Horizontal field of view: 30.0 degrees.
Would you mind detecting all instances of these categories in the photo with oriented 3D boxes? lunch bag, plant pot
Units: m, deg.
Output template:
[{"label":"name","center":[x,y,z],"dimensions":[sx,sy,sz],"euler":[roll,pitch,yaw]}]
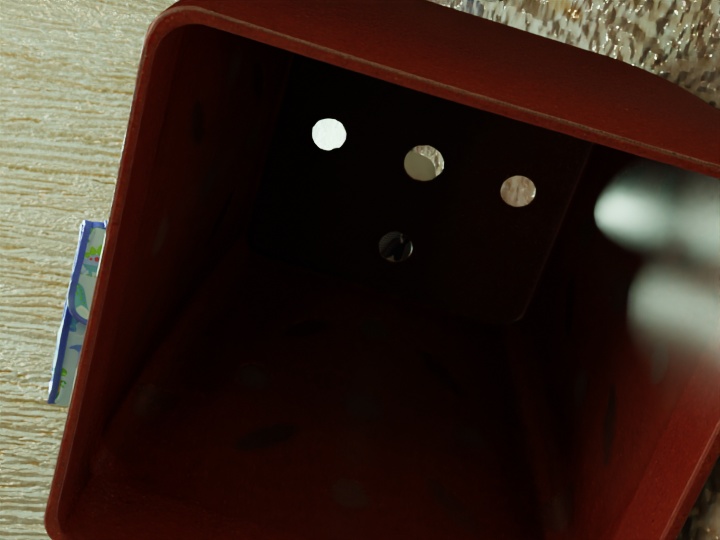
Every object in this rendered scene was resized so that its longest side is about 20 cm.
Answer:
[{"label":"lunch bag","center":[-0.240,0.055,1.462],"dimensions":[0.127,0.169,0.201],"euler":[-125,49,-71]},{"label":"plant pot","center":[0.021,-0.004,0.487],"dimensions":[0.176,0.199,0.200],"euler":[-79,6,-61]}]

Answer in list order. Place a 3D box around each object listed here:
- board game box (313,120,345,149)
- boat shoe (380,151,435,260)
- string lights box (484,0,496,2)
[{"label":"board game box","center":[-0.004,-0.095,0.943],"dimensions":[0.200,0.032,0.120],"euler":[128,145,-61]},{"label":"boat shoe","center":[0.000,0.000,0.793],"dimensions":[0.200,0.074,0.093],"euler":[120,150,-73]},{"label":"string lights box","center":[0.043,-0.236,0.785],"dimensions":[0.200,0.059,0.103],"euler":[-109,33,-63]}]
